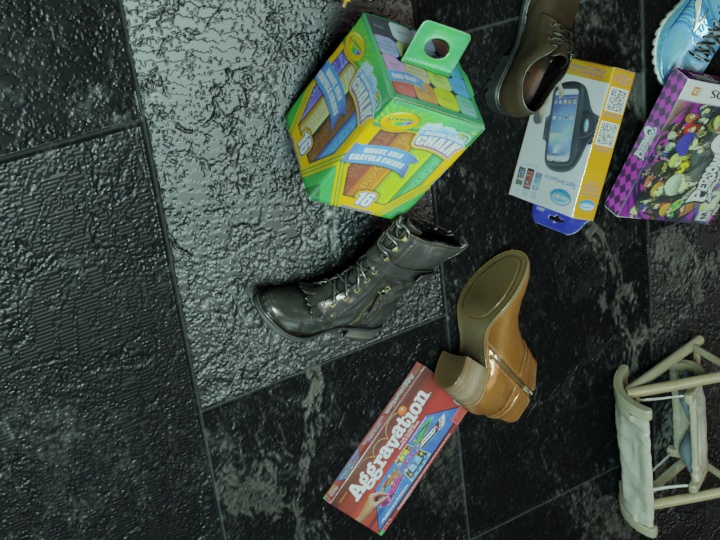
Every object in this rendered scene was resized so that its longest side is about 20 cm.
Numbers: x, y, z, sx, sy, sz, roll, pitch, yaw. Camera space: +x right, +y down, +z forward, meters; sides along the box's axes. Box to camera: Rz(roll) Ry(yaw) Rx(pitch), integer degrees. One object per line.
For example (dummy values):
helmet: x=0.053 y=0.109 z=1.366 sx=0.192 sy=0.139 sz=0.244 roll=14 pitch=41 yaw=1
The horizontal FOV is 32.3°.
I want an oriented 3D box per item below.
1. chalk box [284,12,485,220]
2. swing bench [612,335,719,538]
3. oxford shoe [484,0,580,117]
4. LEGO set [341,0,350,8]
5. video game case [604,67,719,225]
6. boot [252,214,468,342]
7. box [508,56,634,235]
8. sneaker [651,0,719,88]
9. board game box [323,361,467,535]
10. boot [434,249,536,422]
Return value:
chalk box: x=0.034 y=-0.166 z=1.253 sx=0.125 sy=0.124 sz=0.200 roll=11 pitch=137 yaw=-35
swing bench: x=0.430 y=0.225 z=1.708 sx=0.200 sy=0.130 sz=0.199 roll=-17 pitch=116 yaw=-22
oxford shoe: x=0.221 y=-0.266 z=1.423 sx=0.073 sy=0.084 sz=0.200 roll=18 pitch=95 yaw=-34
LEGO set: x=-0.014 y=-0.356 z=1.214 sx=0.154 sy=0.116 sz=0.200 roll=25 pitch=92 yaw=-37
video game case: x=0.425 y=-0.154 z=1.589 sx=0.181 sy=0.036 sz=0.200 roll=3 pitch=122 yaw=-34
boot: x=0.000 y=0.000 z=1.331 sx=0.200 sy=0.069 sz=0.174 roll=4 pitch=139 yaw=-43
box: x=0.242 y=-0.147 z=1.455 sx=0.041 sy=0.119 sz=0.200 roll=9 pitch=101 yaw=-35
sneaker: x=0.431 y=-0.308 z=1.541 sx=0.078 sy=0.090 sz=0.200 roll=13 pitch=102 yaw=-35
board game box: x=0.048 y=0.219 z=1.518 sx=0.103 sy=0.019 sz=0.200 roll=39 pitch=84 yaw=-35
boot: x=0.180 y=0.085 z=1.535 sx=0.155 sy=0.074 sz=0.200 roll=31 pitch=87 yaw=-44
